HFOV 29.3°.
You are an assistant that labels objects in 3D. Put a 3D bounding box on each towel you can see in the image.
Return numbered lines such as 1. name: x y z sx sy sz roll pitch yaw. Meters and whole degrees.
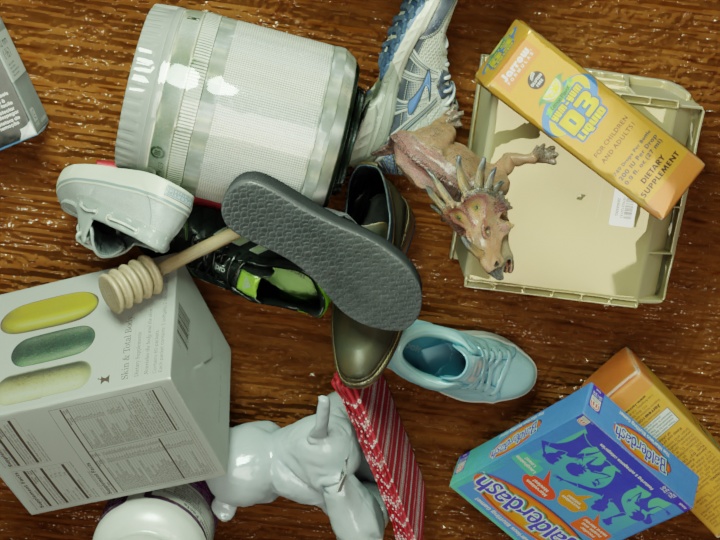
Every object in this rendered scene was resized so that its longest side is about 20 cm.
1. towel: 0.021 0.162 1.339 0.022 0.145 0.202 -17 108 11

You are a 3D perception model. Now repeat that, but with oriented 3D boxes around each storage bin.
1. storage bin: 0.198 -0.082 1.286 0.196 0.094 0.202 7 108 -4

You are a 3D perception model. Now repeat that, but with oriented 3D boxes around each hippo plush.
1. hippo plush: -0.067 0.205 1.338 0.159 0.200 0.161 -14 88 12

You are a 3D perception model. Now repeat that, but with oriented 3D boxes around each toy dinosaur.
1. toy dinosaur: 0.074 -0.082 1.175 0.199 0.135 0.087 31 118 28

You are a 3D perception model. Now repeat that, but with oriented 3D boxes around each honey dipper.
1. honey dipper: -0.143 -0.021 1.240 0.199 0.038 0.038 -30 112 -32

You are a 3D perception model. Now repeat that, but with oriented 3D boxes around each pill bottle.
1. pill bottle: -0.197 0.253 1.334 0.111 0.200 0.113 1 110 2

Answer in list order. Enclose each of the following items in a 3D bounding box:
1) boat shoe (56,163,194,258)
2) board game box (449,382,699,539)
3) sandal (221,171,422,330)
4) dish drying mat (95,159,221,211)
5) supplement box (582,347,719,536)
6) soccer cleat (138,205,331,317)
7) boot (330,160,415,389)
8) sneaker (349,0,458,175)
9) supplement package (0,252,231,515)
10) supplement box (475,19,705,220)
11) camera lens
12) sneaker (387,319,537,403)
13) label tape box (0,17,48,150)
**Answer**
1. boat shoe: -0.222 -0.048 1.222 0.070 0.200 0.072 32 75 -36
2. board game box: 0.208 0.209 1.363 0.152 0.045 0.200 40 135 -13
3. sandal: -0.025 -0.024 1.186 0.199 0.043 0.076 36 119 -11
4. dish drying mat: -0.157 -0.058 1.326 0.198 0.018 0.078 7 110 -3
5. supplement box: 0.313 0.173 1.382 0.200 0.067 0.069 43 103 -13
6. soccer cleat: -0.117 -0.009 1.291 0.198 0.081 0.068 17 112 -7
7. boot: 0.000 0.000 1.252 0.074 0.202 0.097 0 151 17
8. sneaker: 0.056 -0.175 1.267 0.084 0.077 0.201 19 117 -12
9. supplement package: -0.238 0.106 1.276 0.198 0.153 0.151 -13 136 10
10. supplement box: 0.196 -0.129 1.186 0.199 0.069 0.067 35 103 -10
11. camera lens: -0.104 -0.137 1.224 0.198 0.160 0.161 14 108 -6
12. sneaker: 0.096 0.095 1.326 0.198 0.082 0.075 14 100 -27
13. label tape box: -0.392 -0.193 1.250 0.142 0.066 0.201 -21 110 6
